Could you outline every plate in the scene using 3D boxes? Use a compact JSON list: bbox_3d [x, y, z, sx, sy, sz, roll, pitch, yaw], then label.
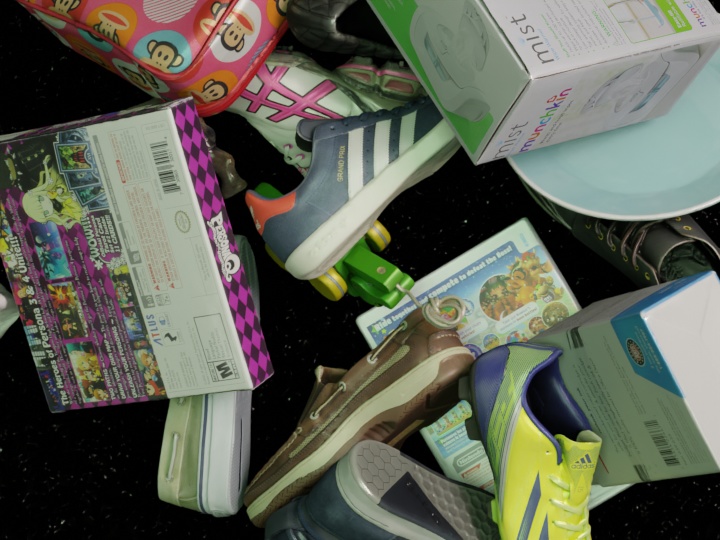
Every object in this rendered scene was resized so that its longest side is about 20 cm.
[{"bbox_3d":[0.191,-0.106,1.580,0.200,0.026,0.201,-4,51,6],"label":"plate"}]

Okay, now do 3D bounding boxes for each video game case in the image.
[{"bbox_3d":[-0.165,-0.007,1.582,0.181,0.036,0.200,-9,103,33],"label":"video game case"},{"bbox_3d":[0.107,0.084,1.634,0.143,0.018,0.200,-31,87,6],"label":"video game case"}]

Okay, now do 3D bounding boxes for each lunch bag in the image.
[{"bbox_3d":[-0.128,-0.215,1.590,0.200,0.082,0.176,31,82,34],"label":"lunch bag"}]

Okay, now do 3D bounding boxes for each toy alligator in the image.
[{"bbox_3d":[0.000,0.000,1.606,0.200,0.054,0.059,33,73,31],"label":"toy alligator"}]

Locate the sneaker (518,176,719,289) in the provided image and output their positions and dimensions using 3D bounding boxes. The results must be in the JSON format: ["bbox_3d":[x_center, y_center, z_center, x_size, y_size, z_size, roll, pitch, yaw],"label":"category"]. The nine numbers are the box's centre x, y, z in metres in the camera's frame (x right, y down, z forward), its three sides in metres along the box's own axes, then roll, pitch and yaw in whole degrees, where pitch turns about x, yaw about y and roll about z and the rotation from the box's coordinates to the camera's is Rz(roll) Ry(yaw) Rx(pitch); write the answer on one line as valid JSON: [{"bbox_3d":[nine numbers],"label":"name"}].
[{"bbox_3d":[0.184,-0.040,1.581,0.200,0.106,0.075,41,93,4],"label":"sneaker"}]

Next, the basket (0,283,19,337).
[{"bbox_3d":[-0.357,0.060,1.628,0.123,0.136,0.200,40,94,9],"label":"basket"}]

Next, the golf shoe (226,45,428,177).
[{"bbox_3d":[-0.046,-0.111,1.623,0.199,0.073,0.092,10,92,6],"label":"golf shoe"}]

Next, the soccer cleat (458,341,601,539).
[{"bbox_3d":[0.128,0.144,1.544,0.084,0.065,0.201,-12,99,32],"label":"soccer cleat"}]

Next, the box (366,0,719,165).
[{"bbox_3d":[0.108,-0.188,1.512,0.176,0.097,0.200,-17,64,-34],"label":"box"}]

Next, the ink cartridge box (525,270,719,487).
[{"bbox_3d":[0.185,0.076,1.539,0.067,0.200,0.116,-30,95,-24],"label":"ink cartridge box"}]

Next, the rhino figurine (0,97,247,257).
[{"bbox_3d":[-0.186,-0.057,1.643,0.200,0.060,0.088,-23,96,16],"label":"rhino figurine"}]

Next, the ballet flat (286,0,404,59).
[{"bbox_3d":[0.040,-0.168,1.578,0.200,0.057,0.067,-6,116,-34],"label":"ballet flat"}]

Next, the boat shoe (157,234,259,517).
[{"bbox_3d":[-0.110,0.074,1.632,0.062,0.072,0.201,4,91,12],"label":"boat shoe"}]

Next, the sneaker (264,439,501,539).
[{"bbox_3d":[0.027,0.205,1.600,0.202,0.077,0.146,33,125,-24],"label":"sneaker"}]

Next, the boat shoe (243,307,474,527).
[{"bbox_3d":[-0.008,0.100,1.619,0.202,0.075,0.075,-38,66,17],"label":"boat shoe"}]

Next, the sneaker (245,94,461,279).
[{"bbox_3d":[0.006,-0.087,1.563,0.200,0.075,0.085,-42,83,-8],"label":"sneaker"}]
